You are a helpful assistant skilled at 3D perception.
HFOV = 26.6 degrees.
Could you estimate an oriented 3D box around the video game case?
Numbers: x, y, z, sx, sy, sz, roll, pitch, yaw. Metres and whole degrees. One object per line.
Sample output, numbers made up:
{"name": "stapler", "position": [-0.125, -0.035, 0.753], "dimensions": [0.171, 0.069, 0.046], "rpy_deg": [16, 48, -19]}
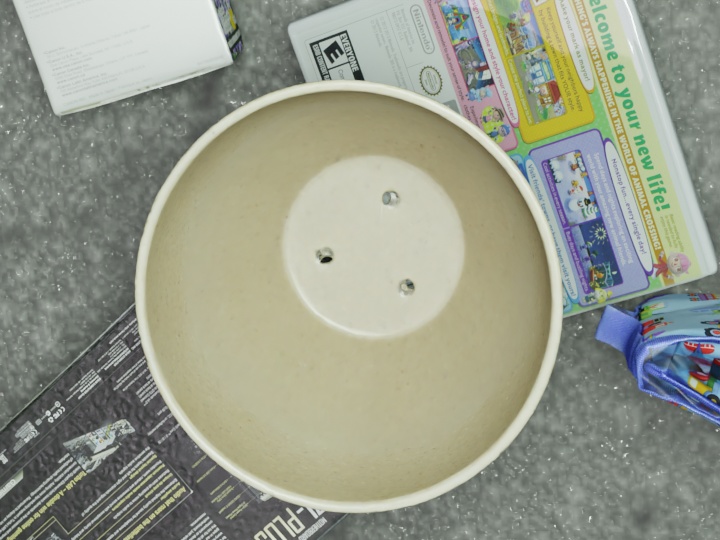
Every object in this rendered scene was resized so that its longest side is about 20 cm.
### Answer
{"name": "video game case", "position": [0.076, -0.067, 0.821], "dimensions": [0.180, 0.022, 0.202], "rpy_deg": [-17, 101, 18]}

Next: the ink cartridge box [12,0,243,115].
{"name": "ink cartridge box", "position": [-0.145, -0.196, 0.826], "dimensions": [0.108, 0.050, 0.202], "rpy_deg": [-14, 107, 10]}

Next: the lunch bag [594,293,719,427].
{"name": "lunch bag", "position": [0.217, 0.050, 0.767], "dimensions": [0.198, 0.151, 0.095], "rpy_deg": [17, 100, 7]}

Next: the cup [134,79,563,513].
{"name": "cup", "position": [0.000, 0.000, 0.764], "dimensions": [0.198, 0.143, 0.203], "rpy_deg": [1, 102, 5]}

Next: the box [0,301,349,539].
{"name": "box", "position": [-0.108, 0.114, 0.865], "dimensions": [0.200, 0.086, 0.164], "rpy_deg": [-42, 89, 13]}
